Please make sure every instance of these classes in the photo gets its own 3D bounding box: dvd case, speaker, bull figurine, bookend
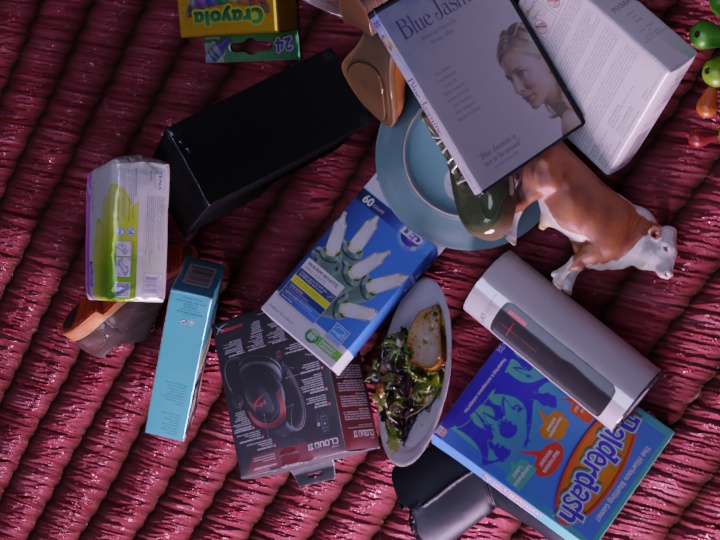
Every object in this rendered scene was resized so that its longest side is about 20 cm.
[{"bbox_3d":[0.113,-0.190,1.349,0.200,0.143,0.018,58,156,-6],"label":"dvd case"},{"bbox_3d":[0.202,0.069,1.442,0.200,0.081,0.081,40,116,15],"label":"speaker"},{"bbox_3d":[0.217,-0.047,1.412,0.200,0.065,0.121,43,99,-3],"label":"bull figurine"},{"bbox_3d":[-0.115,-0.135,1.547,0.200,0.199,0.092,-28,90,-16],"label":"bookend"}]

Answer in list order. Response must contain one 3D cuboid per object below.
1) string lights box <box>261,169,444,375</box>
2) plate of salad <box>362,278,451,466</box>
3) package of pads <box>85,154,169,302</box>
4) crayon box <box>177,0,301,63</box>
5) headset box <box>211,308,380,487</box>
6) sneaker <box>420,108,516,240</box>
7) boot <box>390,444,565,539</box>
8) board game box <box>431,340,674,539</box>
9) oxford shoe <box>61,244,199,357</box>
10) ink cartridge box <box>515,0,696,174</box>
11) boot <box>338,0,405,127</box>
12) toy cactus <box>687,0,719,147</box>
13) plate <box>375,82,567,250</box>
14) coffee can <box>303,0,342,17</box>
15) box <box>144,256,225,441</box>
[{"bbox_3d":[0.000,0.000,1.509,0.103,0.059,0.200,39,85,12],"label":"string lights box"},{"bbox_3d":[0.046,0.105,1.502,0.048,0.200,0.200,9,112,-19],"label":"plate of salad"},{"bbox_3d":[-0.255,-0.043,1.551,0.068,0.200,0.155,2,89,-19],"label":"package of pads"},{"bbox_3d":[-0.137,-0.325,1.547,0.125,0.052,0.200,1,104,25],"label":"crayon box"},{"bbox_3d":[-0.072,0.138,1.588,0.148,0.075,0.200,-19,77,30],"label":"headset box"},{"bbox_3d":[0.092,-0.131,1.381,0.067,0.090,0.201,-20,66,35],"label":"sneaker"},{"bbox_3d":[0.142,0.257,1.544,0.168,0.076,0.200,-42,76,24],"label":"boot"},{"bbox_3d":[0.197,0.172,1.470,0.200,0.045,0.152,34,75,13],"label":"board game box"},{"bbox_3d":[-0.260,0.036,1.701,0.200,0.071,0.073,-30,122,22],"label":"oxford shoe"},{"bbox_3d":[0.210,-0.212,1.377,0.200,0.050,0.161,47,148,17],"label":"ink cartridge box"},{"bbox_3d":[0.054,-0.250,1.422,0.077,0.155,0.200,35,154,35],"label":"boot"},{"bbox_3d":[0.385,-0.205,1.320,0.165,0.102,0.200,7,104,4],"label":"toy cactus"},{"bbox_3d":[0.111,-0.120,1.459,0.200,0.026,0.201,0,88,11],"label":"plate"},{"bbox_3d":[-0.001,-0.369,1.416,0.146,0.146,0.200,34,115,14],"label":"coffee can"},{"bbox_3d":[-0.203,0.091,1.645,0.049,0.082,0.200,14,119,-1],"label":"box"}]
